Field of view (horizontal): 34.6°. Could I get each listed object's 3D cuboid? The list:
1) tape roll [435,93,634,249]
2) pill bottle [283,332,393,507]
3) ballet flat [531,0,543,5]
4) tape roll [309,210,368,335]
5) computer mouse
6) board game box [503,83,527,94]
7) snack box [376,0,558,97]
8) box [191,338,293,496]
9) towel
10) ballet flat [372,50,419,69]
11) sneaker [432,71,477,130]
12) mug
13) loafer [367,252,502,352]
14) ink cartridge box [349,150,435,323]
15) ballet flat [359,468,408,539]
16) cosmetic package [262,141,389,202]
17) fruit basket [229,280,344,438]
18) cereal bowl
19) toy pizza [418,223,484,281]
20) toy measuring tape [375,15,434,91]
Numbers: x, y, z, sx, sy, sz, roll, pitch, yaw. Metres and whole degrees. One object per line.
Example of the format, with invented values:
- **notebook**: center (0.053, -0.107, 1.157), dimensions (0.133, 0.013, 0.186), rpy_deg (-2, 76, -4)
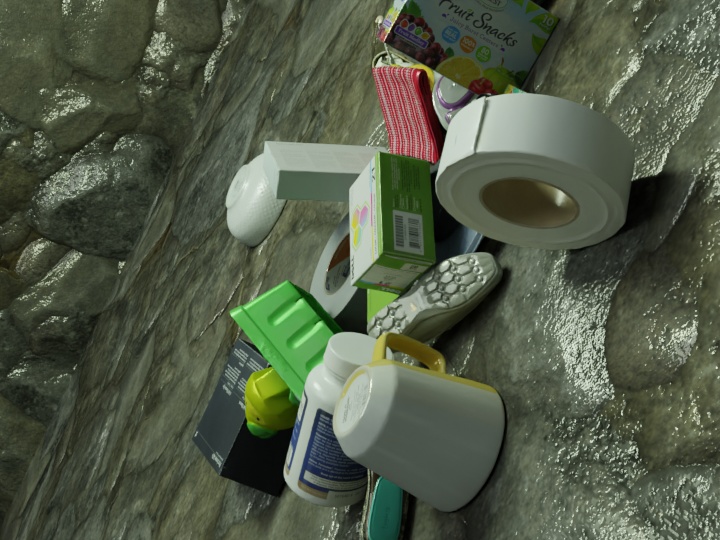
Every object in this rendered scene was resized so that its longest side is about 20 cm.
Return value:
- **tape roll**: center (0.180, -0.099, 1.201), dimensions (0.202, 0.202, 0.071), rpy_deg (-27, 43, 58)
- **pill bottle**: center (-0.023, 0.183, 1.434), dimensions (0.111, 0.110, 0.201), rpy_deg (-111, 33, -61)
- **ballet flat**: center (0.204, -0.353, 1.599), dimensions (0.201, 0.072, 0.072), rpy_deg (-60, 22, 14)
- **tape roll**: center (0.000, 0.000, 1.705), dimensions (0.200, 0.066, 0.201), rpy_deg (-49, 27, 35)
- **computer mouse**: center (0.121, -0.129, 1.473), dimensions (0.201, 0.053, 0.139), rpy_deg (-59, 23, 22)
- **board game box**: center (0.207, -0.171, 1.457), dimensions (0.096, 0.030, 0.200), rpy_deg (-62, 24, 11)
- **snack box**: center (0.142, -0.322, 1.531), dimensions (0.143, 0.199, 0.053), rpy_deg (-61, 21, 11)
- **box**: center (-0.161, 0.223, 1.791), dimensions (0.183, 0.104, 0.200), rpy_deg (-65, 21, -1)
- **towel**: center (0.070, -0.232, 1.725), dimensions (0.200, 0.022, 0.145), rpy_deg (-152, 45, -68)
- **ballet flat**: center (0.063, -0.321, 1.900), dimensions (0.071, 0.070, 0.200), rpy_deg (-61, 22, 11)
- **sneaker**: center (0.144, -0.267, 1.660), dimensions (0.074, 0.100, 0.201), rpy_deg (-9, 57, 11)
- **mug**: center (0.049, 0.166, 1.292), dimensions (0.150, 0.153, 0.187), rpy_deg (-64, 21, 6)
- **loafer**: center (0.097, 0.041, 1.431), dimensions (0.200, 0.070, 0.070), rpy_deg (-32, 63, 28)
- **ink cartridge box**: center (0.019, -0.037, 1.498), dimensions (0.200, 0.075, 0.149), rpy_deg (133, 141, -54)
- **ballet flat**: center (0.034, 0.243, 1.379), dimensions (0.075, 0.067, 0.201), rpy_deg (126, 159, -69)
- **cosmetic package**: center (-0.042, -0.152, 1.783), dimensions (0.151, 0.199, 0.052), rpy_deg (-115, 30, -62)
- **fruit basket**: center (-0.103, 0.147, 1.600), dimensions (0.214, 0.155, 0.217), rpy_deg (-5, 74, 19)
- **cereal bowl**: center (-0.217, -0.155, 2.358), dimensions (0.200, 0.083, 0.201), rpy_deg (-49, 28, 37)
- **toy pizza**: center (0.131, -0.065, 1.508), dimensions (0.200, 0.032, 0.201), rpy_deg (-52, 25, 37)
- **toy measuring tape**: center (0.082, -0.315, 1.792), dimensions (0.074, 0.073, 0.201), rpy_deg (-38, 63, 49)
